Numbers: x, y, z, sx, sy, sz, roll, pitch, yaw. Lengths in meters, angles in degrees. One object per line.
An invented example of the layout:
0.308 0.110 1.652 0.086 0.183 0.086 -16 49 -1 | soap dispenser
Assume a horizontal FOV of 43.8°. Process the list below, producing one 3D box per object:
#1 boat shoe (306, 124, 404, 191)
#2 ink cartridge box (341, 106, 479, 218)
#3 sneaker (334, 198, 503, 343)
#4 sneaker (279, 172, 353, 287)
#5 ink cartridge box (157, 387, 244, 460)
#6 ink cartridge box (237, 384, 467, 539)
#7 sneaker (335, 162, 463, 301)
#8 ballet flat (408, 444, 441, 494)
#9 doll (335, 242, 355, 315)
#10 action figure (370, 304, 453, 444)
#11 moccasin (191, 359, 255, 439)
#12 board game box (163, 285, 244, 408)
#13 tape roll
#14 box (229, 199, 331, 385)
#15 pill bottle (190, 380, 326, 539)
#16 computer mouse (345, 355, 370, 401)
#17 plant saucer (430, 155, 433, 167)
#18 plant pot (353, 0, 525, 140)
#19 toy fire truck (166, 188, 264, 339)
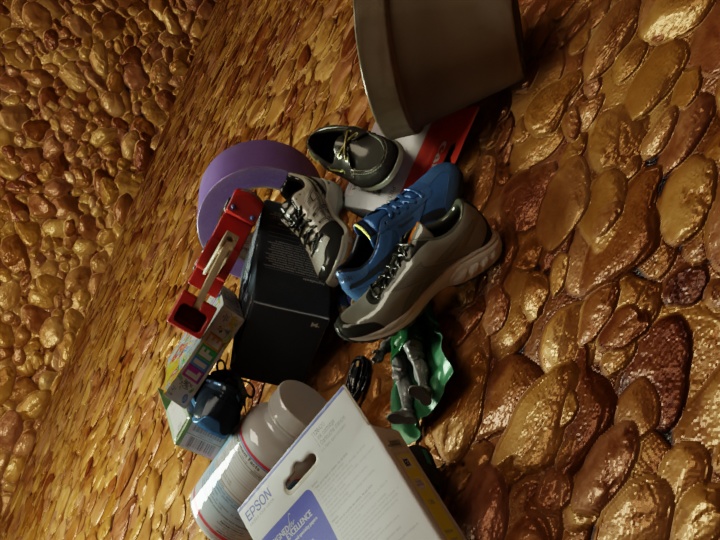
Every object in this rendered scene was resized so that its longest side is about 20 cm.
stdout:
-0.012 -0.151 1.163 0.200 0.060 0.073 20 84 63 | boat shoe
0.056 -0.144 1.145 0.165 0.056 0.199 -66 19 -4 | ink cartridge box
0.051 0.000 0.936 0.199 0.080 0.074 -37 25 0 | sneaker
-0.065 -0.055 1.168 0.076 0.086 0.202 -59 27 28 | sneaker
-0.200 0.208 1.243 0.049 0.144 0.200 -59 24 5 | ink cartridge box
-0.009 0.246 0.824 0.198 0.046 0.202 -50 56 26 | ink cartridge box
0.045 -0.053 1.010 0.202 0.078 0.065 -55 33 -12 | sneaker
0.006 0.237 0.889 0.200 0.072 0.074 -45 30 29 | ballet flat
0.000 0.000 1.145 0.200 0.048 0.139 -143 73 -75 | doll
0.051 0.079 0.975 0.119 0.054 0.202 -54 22 29 | action figure
-0.168 0.162 1.139 0.069 0.080 0.200 -60 13 -3 | moccasin
-0.212 0.095 1.208 0.136 0.034 0.200 -56 13 0 | board game box
-0.150 -0.090 1.366 0.201 0.197 0.086 -52 27 24 | tape roll
-0.107 0.032 1.231 0.203 0.105 0.150 -92 19 -47 | box
-0.117 0.235 1.092 0.201 0.107 0.109 -54 26 20 | pill bottle
-0.019 0.186 1.030 0.058 0.034 0.203 -39 33 44 | computer mouse
0.077 -0.144 1.178 0.070 0.019 0.203 -45 30 38 | plant saucer
0.099 -0.265 1.037 0.169 0.202 0.203 -6 51 16 | plant pot
-0.183 -0.016 1.158 0.203 0.048 0.141 -63 10 -6 | toy fire truck
